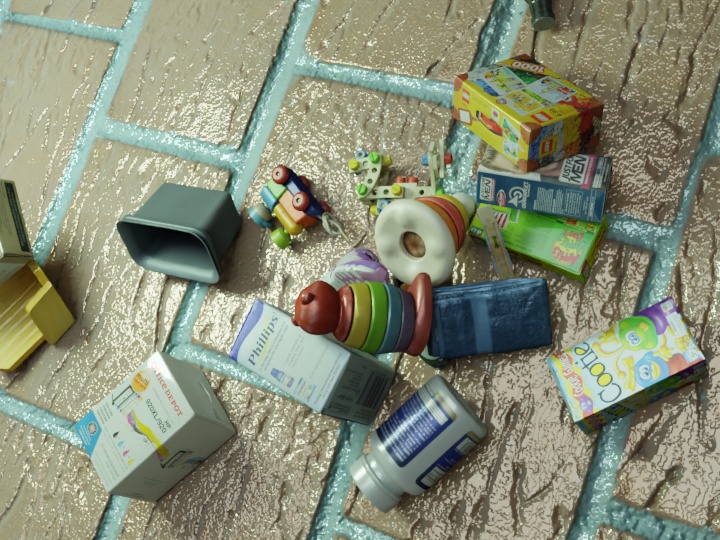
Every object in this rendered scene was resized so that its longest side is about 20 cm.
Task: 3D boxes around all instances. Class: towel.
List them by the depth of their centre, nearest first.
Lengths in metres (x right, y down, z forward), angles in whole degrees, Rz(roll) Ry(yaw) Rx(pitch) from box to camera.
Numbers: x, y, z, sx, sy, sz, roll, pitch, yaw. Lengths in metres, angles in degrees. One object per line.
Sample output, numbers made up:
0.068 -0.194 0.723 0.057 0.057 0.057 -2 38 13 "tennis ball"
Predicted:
0.195 0.073 1.472 0.196 0.049 0.114 -7 97 3 "towel"

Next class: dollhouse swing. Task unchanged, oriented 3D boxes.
-0.680 0.057 1.836 0.175 0.183 0.200 -35 61 -16 "dollhouse swing"

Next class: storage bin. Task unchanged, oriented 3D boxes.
-0.314 -0.072 1.745 0.197 0.147 0.135 11 50 26 "storage bin"

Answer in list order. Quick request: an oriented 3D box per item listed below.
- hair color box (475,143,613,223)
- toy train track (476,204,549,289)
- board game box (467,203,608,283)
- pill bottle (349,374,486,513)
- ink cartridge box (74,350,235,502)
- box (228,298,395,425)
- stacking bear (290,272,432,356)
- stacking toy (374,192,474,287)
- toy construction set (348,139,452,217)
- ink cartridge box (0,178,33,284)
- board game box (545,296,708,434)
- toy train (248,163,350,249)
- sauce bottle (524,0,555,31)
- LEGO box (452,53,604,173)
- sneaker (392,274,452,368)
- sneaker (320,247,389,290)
0.285 -0.141 1.490 0.196 0.061 0.101 10 40 16 "hair color box"
0.224 -0.004 1.503 0.113 0.033 0.203 -19 96 4 "toy train track"
0.281 -0.066 1.525 0.198 0.048 0.103 23 83 28 "board game box"
0.084 0.267 1.458 0.200 0.120 0.120 -42 62 4 "pill bottle"
-0.346 0.266 1.628 0.199 0.145 0.148 -41 61 5 "ink cartridge box"
-0.075 0.148 1.529 0.198 0.183 0.106 28 89 29 "box"
-0.002 0.064 1.428 0.196 0.122 0.115 7 55 -17 "stacking bear"
0.128 -0.076 1.530 0.144 0.148 0.199 22 38 27 "stacking toy"
0.072 -0.153 1.626 0.197 0.092 0.134 -6 70 33 "toy construction set"
-0.710 -0.053 1.789 0.198 0.075 0.167 -30 71 28 "ink cartridge box"
0.383 0.139 1.381 0.198 0.103 0.106 -29 64 12 "board game box"
-0.111 -0.081 1.684 0.116 0.084 0.201 -46 61 15 "toy train"
0.301 -0.510 1.655 0.064 0.065 0.204 -15 68 18 "sauce bottle"
0.261 -0.252 1.516 0.147 0.078 0.200 -21 43 -22 "LEGO box"
0.093 0.064 1.546 0.073 0.079 0.203 -25 66 11 "sneaker"
0.000 0.000 1.567 0.080 0.200 0.089 42 71 -12 "sneaker"
